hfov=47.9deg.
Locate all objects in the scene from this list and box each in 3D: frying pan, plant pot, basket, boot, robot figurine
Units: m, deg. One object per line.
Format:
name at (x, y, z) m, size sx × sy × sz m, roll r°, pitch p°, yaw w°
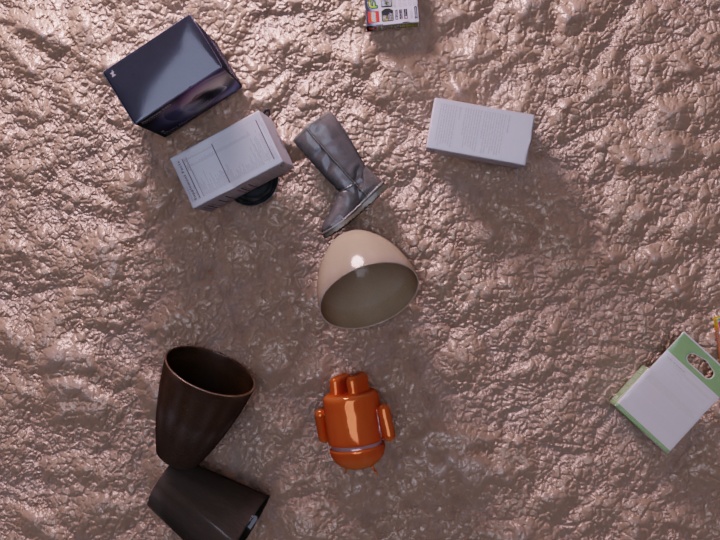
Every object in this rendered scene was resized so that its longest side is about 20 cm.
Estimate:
frying pan at (-0.226, -0.226, 1.649) m, size 0.114 × 0.031 × 0.192 m, roll -7°, pitch 88°, yaw 4°
plant pot at (-0.329, 0.284, 1.608) m, size 0.186 × 0.187 × 0.201 m, roll 24°, pitch 104°, yaw 2°
plant pot at (0.000, 0.000, 1.582) m, size 0.199 × 0.201 × 0.135 m, roll -22°, pitch 54°, yaw 3°
basket at (-0.313, 0.476, 1.622) m, size 0.199 × 0.136 × 0.181 m, roll 29°, pitch 56°, yaw 8°
boot at (-0.065, -0.191, 1.623) m, size 0.182 × 0.073 × 0.200 m, roll -43°, pitch 96°, yaw -10°
robot figurine at (-0.014, 0.306, 1.613) m, size 0.142 × 0.117 × 0.202 m, roll -8°, pitch 90°, yaw -12°

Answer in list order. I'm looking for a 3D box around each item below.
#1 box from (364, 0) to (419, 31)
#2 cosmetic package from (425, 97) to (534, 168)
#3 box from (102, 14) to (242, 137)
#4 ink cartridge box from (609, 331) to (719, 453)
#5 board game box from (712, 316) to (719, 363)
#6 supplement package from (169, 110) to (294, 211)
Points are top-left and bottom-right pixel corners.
box at (0.058, -0.589, 1.623) m, size 0.109 × 0.035 × 0.202 m, roll -4°, pitch 91°, yaw 3°
cosmetic package at (0.234, -0.270, 1.604) m, size 0.198 × 0.071 × 0.102 m, roll 11°, pitch 92°, yaw 3°
box at (-0.357, -0.368, 1.569) m, size 0.199 × 0.198 × 0.124 m, roll -32°, pitch 90°, yaw 4°
ink cartridge box at (0.619, 0.240, 1.611) m, size 0.145 × 0.048 × 0.200 m, roll 42°, pitch 93°, yaw 1°
board game box at (0.768, 0.185, 1.614) m, size 0.095 × 0.030 × 0.202 m, roll -10°, pitch 93°, yaw 4°
supplement package at (-0.249, -0.210, 1.585) m, size 0.199 × 0.110 × 0.115 m, roll -26°, pitch 88°, yaw 7°
